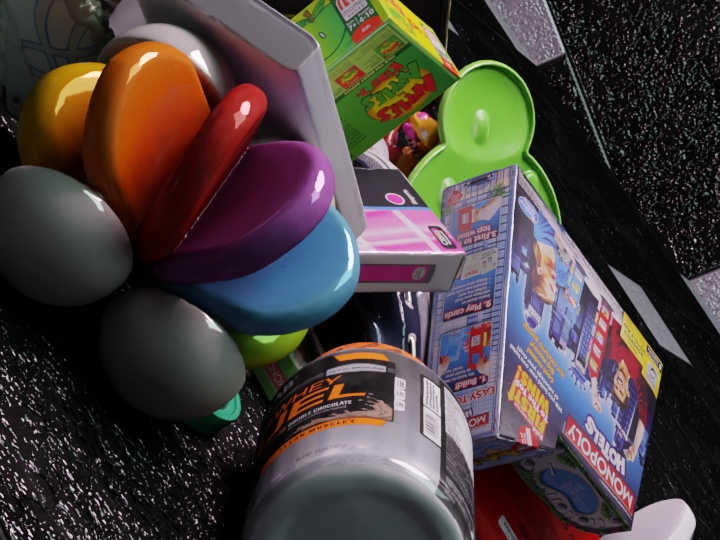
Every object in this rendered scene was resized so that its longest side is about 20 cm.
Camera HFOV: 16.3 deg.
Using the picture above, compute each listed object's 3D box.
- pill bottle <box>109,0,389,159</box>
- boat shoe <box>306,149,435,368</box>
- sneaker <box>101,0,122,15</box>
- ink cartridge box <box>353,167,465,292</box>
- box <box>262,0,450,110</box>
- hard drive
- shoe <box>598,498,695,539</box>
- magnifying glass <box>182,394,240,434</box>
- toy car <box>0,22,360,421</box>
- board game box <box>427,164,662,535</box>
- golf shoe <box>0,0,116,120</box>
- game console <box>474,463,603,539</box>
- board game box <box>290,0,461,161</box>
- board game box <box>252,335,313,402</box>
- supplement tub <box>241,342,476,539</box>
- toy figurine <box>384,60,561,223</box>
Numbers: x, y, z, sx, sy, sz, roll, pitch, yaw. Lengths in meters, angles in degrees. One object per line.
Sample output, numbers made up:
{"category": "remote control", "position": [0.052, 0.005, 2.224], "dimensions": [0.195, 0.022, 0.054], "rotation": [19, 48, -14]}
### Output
{"category": "pill bottle", "position": [-0.080, -0.109, 1.694], "dimensions": [0.200, 0.112, 0.112], "rotation": [45, 15, -32]}
{"category": "boat shoe", "position": [0.000, 0.000, 1.598], "dimensions": [0.093, 0.075, 0.200], "rotation": [28, 40, -55]}
{"category": "sneaker", "position": [-0.180, -0.216, 1.709], "dimensions": [0.116, 0.074, 0.200], "rotation": [48, 12, -8]}
{"category": "ink cartridge box", "position": [-0.042, -0.025, 1.517], "dimensions": [0.200, 0.037, 0.095], "rotation": [-2, 37, -32]}
{"category": "box", "position": [-0.037, -0.183, 1.730], "dimensions": [0.193, 0.199, 0.048], "rotation": [94, 4, -69]}
{"category": "hard drive", "position": [-0.063, -0.100, 1.419], "dimensions": [0.132, 0.027, 0.200], "rotation": [36, -17, 23]}
{"category": "shoe", "position": [0.175, 0.240, 1.621], "dimensions": [0.091, 0.071, 0.200], "rotation": [57, 46, -17]}
{"category": "magnifying glass", "position": [-0.100, 0.034, 1.462], "dimensions": [0.080, 0.022, 0.200], "rotation": [49, 16, -17]}
{"category": "toy car", "position": [-0.080, -0.034, 1.307], "dimensions": [0.200, 0.150, 0.175], "rotation": [48, 51, -21]}
{"category": "board game box", "position": [0.108, 0.073, 1.607], "dimensions": [0.200, 0.062, 0.200], "rotation": [52, 38, -29]}
{"category": "golf shoe", "position": [-0.179, -0.124, 1.393], "dimensions": [0.200, 0.097, 0.078], "rotation": [58, 5, -32]}
{"category": "game console", "position": [0.087, 0.164, 1.696], "dimensions": [0.200, 0.119, 0.172], "rotation": [59, 40, -14]}
{"category": "board game box", "position": [-0.046, -0.095, 1.576], "dimensions": [0.102, 0.200, 0.048], "rotation": [33, 24, -57]}
{"category": "board game box", "position": [-0.026, 0.072, 1.593], "dimensions": [0.135, 0.029, 0.200], "rotation": [29, 28, -59]}
{"category": "supplement tub", "position": [0.001, 0.118, 1.359], "dimensions": [0.123, 0.122, 0.200], "rotation": [50, 13, -14]}
{"category": "toy figurine", "position": [0.031, -0.051, 1.795], "dimensions": [0.150, 0.201, 0.184], "rotation": [1, 4, -36]}
